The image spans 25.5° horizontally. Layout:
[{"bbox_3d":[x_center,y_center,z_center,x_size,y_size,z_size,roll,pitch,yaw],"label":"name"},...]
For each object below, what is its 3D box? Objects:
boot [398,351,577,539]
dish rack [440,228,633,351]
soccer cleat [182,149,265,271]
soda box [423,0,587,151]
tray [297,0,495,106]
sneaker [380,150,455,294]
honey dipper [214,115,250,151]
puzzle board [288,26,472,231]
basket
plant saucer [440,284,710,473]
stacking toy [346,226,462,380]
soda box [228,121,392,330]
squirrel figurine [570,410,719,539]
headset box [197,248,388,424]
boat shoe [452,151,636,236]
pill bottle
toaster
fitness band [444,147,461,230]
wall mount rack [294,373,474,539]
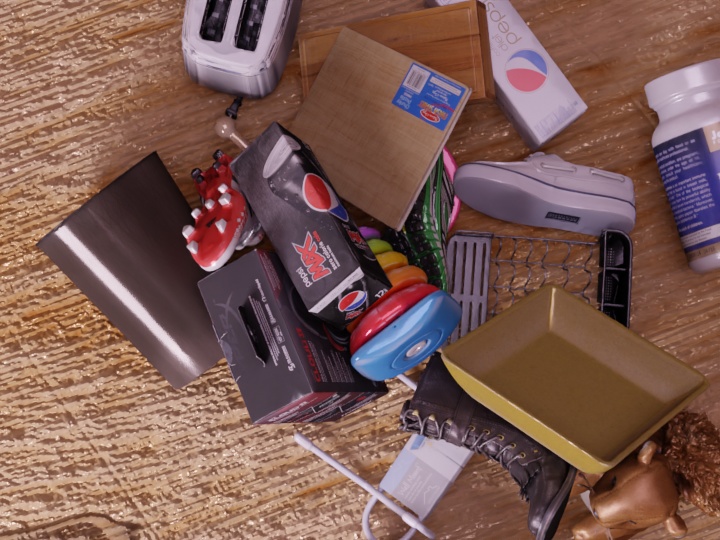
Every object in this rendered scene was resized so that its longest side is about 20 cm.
[{"bbox_3d":[0.119,0.166,1.514,0.172,0.201,0.070,15,126,3],"label":"boot"},{"bbox_3d":[0.177,0.031,1.643,0.197,0.055,0.156,4,85,-1],"label":"dish rack"},{"bbox_3d":[-0.126,-0.047,1.567,0.068,0.201,0.085,-38,115,13],"label":"soccer cleat"},{"bbox_3d":[0.148,-0.225,1.652,0.063,0.068,0.201,-36,88,-4],"label":"soda box"},{"bbox_3d":[0.035,-0.208,1.622,0.198,0.037,0.100,-7,86,24],"label":"tray"},{"bbox_3d":[0.069,-0.047,1.601,0.085,0.077,0.203,-20,109,-45],"label":"sneaker"},{"bbox_3d":[-0.074,-0.083,1.616,0.200,0.038,0.038,42,86,0],"label":"honey dipper"},{"bbox_3d":[0.012,-0.141,1.562,0.199,0.017,0.152,32,95,43],"label":"puzzle board"},{"bbox_3d":[-0.202,0.006,1.587,0.135,0.180,0.201,-34,96,29],"label":"basket"},{"bbox_3d":[0.202,0.110,1.517,0.199,0.199,0.049,32,128,27],"label":"plant saucer"},{"bbox_3d":[0.000,0.000,1.555,0.116,0.110,0.201,-38,70,4],"label":"stacking toy"},{"bbox_3d":[-0.049,-0.045,1.518,0.071,0.063,0.201,-40,56,14],"label":"soda box"},{"bbox_3d":[0.290,0.199,1.568,0.198,0.187,0.143,-16,86,-3],"label":"squirrel figurine"},{"bbox_3d":[-0.067,0.066,1.534,0.074,0.200,0.150,-28,74,20],"label":"headset box"},{"bbox_3d":[0.190,-0.087,1.646,0.198,0.074,0.066,14,61,-14],"label":"boat shoe"},{"bbox_3d":[0.364,-0.108,1.629,0.114,0.116,0.202,-17,87,-3],"label":"pill bottle"},{"bbox_3d":[-0.122,-0.261,1.615,0.112,0.129,0.203,15,86,0],"label":"toaster"},{"bbox_3d":[0.007,-0.076,1.653,0.197,0.037,0.146,-13,87,-2],"label":"fitness band"},{"bbox_3d":[0.039,0.173,1.622,0.173,0.075,0.201,32,84,31],"label":"wall mount rack"}]
